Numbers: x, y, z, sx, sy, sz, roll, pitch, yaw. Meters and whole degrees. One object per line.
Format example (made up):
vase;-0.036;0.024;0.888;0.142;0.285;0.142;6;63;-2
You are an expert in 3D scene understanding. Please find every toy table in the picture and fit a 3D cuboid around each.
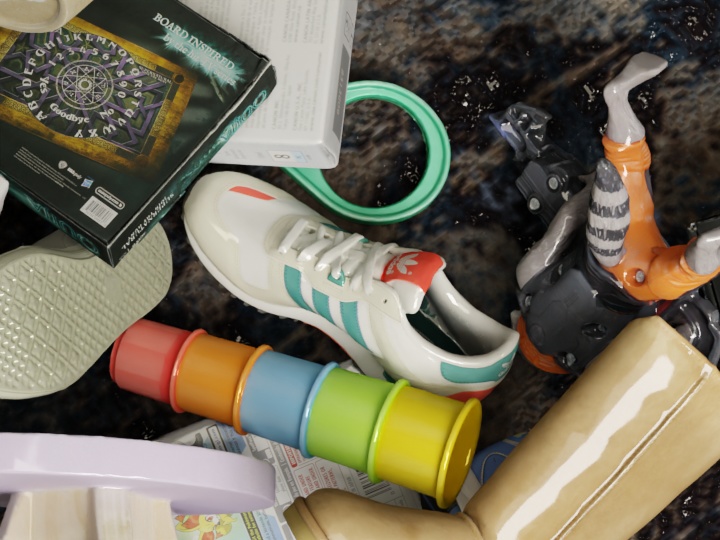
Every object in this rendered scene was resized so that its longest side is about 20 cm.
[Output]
toy table;-0.139;0.151;0.907;0.199;0.184;0.118;3;75;-13

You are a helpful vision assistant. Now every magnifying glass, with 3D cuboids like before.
magnifying glass;-0.047;-0.081;1.015;0.199;0.022;0.080;15;86;-2

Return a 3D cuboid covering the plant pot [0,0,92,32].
plant pot;-0.148;-0.227;0.904;0.187;0.187;0.201;24;68;-3

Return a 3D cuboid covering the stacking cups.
stacking cups;-0.036;0.066;0.968;0.199;0.060;0.061;18;86;19

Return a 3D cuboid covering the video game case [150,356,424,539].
video game case;-0.045;0.173;1.004;0.182;0.022;0.201;-22;90;-6

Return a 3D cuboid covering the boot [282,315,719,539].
boot;0.080;0.095;0.888;0.200;0.066;0.175;-46;132;5

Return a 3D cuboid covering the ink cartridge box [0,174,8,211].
ink cartridge box;-0.260;0.044;0.892;0.084;0.145;0.201;27;58;-7

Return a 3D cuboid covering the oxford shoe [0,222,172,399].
oxford shoe;-0.163;0.017;0.928;0.057;0.200;0.076;-3;104;22

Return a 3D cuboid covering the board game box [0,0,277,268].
board game box;-0.161;-0.107;0.945;0.200;0.028;0.135;35;69;16

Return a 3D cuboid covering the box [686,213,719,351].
box;0.296;0.024;0.959;0.199;0.086;0.165;-16;89;32

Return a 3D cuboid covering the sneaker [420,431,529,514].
sneaker;0.119;0.178;0.990;0.077;0.076;0.200;-37;100;-16

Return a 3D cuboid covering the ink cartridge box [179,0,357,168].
ink cartridge box;-0.102;-0.142;0.999;0.199;0.047;0.161;3;76;12

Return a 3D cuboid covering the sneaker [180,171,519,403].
sneaker;0.000;0.001;0.970;0.200;0.093;0.070;38;53;-5

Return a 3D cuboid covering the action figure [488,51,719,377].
action figure;0.116;-0.022;0.957;0.104;0.194;0.200;-24;63;-34
